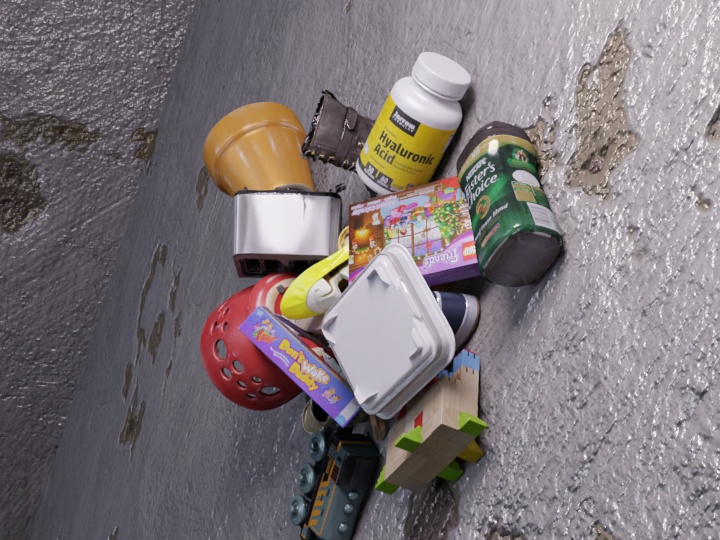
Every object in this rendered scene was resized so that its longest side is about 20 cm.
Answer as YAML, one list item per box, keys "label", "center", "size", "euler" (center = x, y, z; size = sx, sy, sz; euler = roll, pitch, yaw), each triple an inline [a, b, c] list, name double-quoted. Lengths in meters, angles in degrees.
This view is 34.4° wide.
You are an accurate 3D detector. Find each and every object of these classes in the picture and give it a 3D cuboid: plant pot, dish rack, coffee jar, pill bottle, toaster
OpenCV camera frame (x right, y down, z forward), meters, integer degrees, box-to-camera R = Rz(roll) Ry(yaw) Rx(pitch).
- label: "plant pot"
  center: [-0.171, -0.179, 2.169]
  size: [0.201, 0.199, 0.184]
  euler: [-59, 45, 36]
- label: "dish rack"
  center: [0.024, 0.081, 1.467]
  size: [0.200, 0.043, 0.172]
  euler: [-48, 61, 43]
- label: "coffee jar"
  center: [0.177, -0.085, 1.418]
  size: [0.105, 0.085, 0.201]
  euler: [-56, 30, 40]
- label: "plant pot"
  center: [-0.138, 0.107, 1.912]
  size: [0.182, 0.199, 0.202]
  euler: [-38, 43, 45]
- label: "pill bottle"
  center: [0.079, -0.208, 1.675]
  size: [0.201, 0.111, 0.112]
  euler: [-63, 27, 30]
- label: "toaster"
  center: [-0.116, -0.059, 1.902]
  size: [0.200, 0.179, 0.120]
  euler: [96, 175, -73]

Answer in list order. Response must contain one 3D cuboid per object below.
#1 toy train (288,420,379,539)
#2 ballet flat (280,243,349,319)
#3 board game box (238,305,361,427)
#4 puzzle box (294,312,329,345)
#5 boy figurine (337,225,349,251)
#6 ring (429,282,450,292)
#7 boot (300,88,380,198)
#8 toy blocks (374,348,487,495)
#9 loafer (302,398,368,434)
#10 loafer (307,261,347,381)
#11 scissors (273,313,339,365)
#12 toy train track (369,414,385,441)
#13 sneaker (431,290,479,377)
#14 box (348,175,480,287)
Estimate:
- label: "toy train"
  center: [-0.040, 0.323, 1.716]
  size: [0.114, 0.085, 0.201]
  euler: [34, 110, 56]
- label: "ballet flat"
  center: [-0.026, 0.010, 1.621]
  size: [0.200, 0.067, 0.067]
  euler: [-38, 36, 2]
- label: "board game box"
  center: [-0.081, 0.134, 1.653]
  size: [0.045, 0.200, 0.134]
  euler: [-47, -1, -2]
- label: "puzzle box"
  center: [0.000, 0.091, 1.672]
  size: [0.200, 0.132, 0.026]
  euler: [-16, 58, 63]
- label: "boy figurine"
  center: [0.000, 0.000, 1.764]
  size: [0.201, 0.123, 0.065]
  euler: [-87, -15, -56]
- label: "ring"
  center: [0.076, -0.022, 1.624]
  size: [0.200, 0.019, 0.202]
  euler: [-26, 47, 31]
- label: "boot"
  center: [-0.013, -0.161, 1.782]
  size: [0.069, 0.173, 0.202]
  euler: [-9, 70, 65]
- label: "toy blocks"
  center: [0.092, 0.185, 1.486]
  size: [0.200, 0.099, 0.137]
  euler: [-53, 21, 43]
- label: "loafer"
  center: [-0.051, 0.210, 1.809]
  size: [0.200, 0.068, 0.076]
  euler: [-35, 47, 58]
- label: "loafer"
  center: [-0.031, 0.083, 1.831]
  size: [0.071, 0.063, 0.201]
  euler: [-22, 72, 14]
- label: "scissors"
  center: [-0.054, 0.115, 1.706]
  size: [0.073, 0.199, 0.014]
  euler: [-19, 46, 64]
- label: "toy train track"
  center: [0.017, 0.160, 1.630]
  size: [0.115, 0.032, 0.201]
  euler: [-106, 1, -51]
- label: "sneaker"
  center: [0.067, 0.102, 1.541]
  size: [0.201, 0.108, 0.070]
  euler: [-62, 29, 31]
- label: "box"
  center: [0.079, -0.045, 1.542]
  size: [0.199, 0.039, 0.138]
  euler: [-14, 60, 23]
